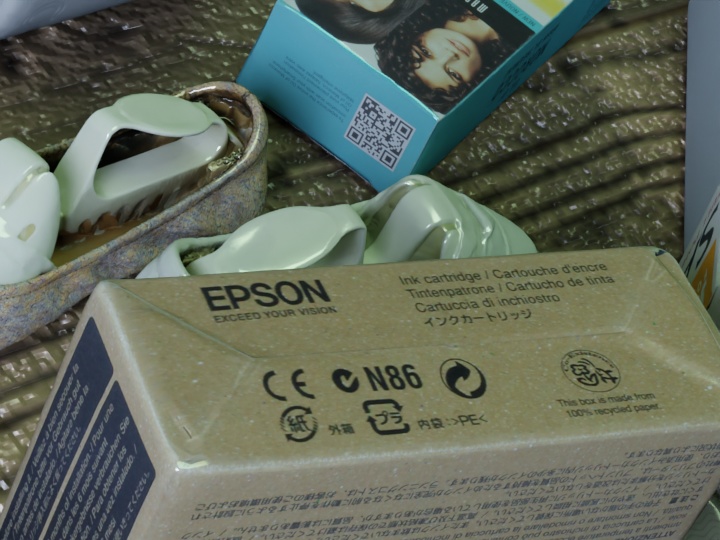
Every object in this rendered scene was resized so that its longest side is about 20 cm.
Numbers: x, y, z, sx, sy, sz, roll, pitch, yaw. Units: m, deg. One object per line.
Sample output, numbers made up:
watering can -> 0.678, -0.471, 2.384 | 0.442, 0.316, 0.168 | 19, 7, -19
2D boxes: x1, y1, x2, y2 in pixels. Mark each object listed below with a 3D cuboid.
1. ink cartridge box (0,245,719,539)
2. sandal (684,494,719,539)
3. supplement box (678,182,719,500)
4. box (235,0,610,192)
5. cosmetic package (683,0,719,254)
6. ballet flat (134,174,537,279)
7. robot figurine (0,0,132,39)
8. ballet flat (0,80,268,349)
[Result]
ink cartridge box -> -0.003, 0.077, 0.775 | 0.199, 0.165, 0.075 | -3, 49, -32
sandal -> 0.127, 0.144, 0.845 | 0.081, 0.055, 0.200 | -12, 58, -10
supplement box -> 0.200, 0.055, 0.922 | 0.199, 0.126, 0.074 | 19, 42, -3
box -> 0.039, -0.112, 1.065 | 0.082, 0.049, 0.200 | 37, 42, 8
cosmetic package -> 0.248, -0.058, 1.075 | 0.199, 0.123, 0.200 | 18, 43, -10
ballet flat -> 0.000, 0.000, 0.925 | 0.200, 0.070, 0.070 | -15, 58, -38
robot figurine -> -0.113, -0.154, 0.975 | 0.200, 0.113, 0.169 | -22, 39, -40
ballet flat -> -0.108, -0.023, 0.886 | 0.068, 0.067, 0.200 | 41, 43, 22
